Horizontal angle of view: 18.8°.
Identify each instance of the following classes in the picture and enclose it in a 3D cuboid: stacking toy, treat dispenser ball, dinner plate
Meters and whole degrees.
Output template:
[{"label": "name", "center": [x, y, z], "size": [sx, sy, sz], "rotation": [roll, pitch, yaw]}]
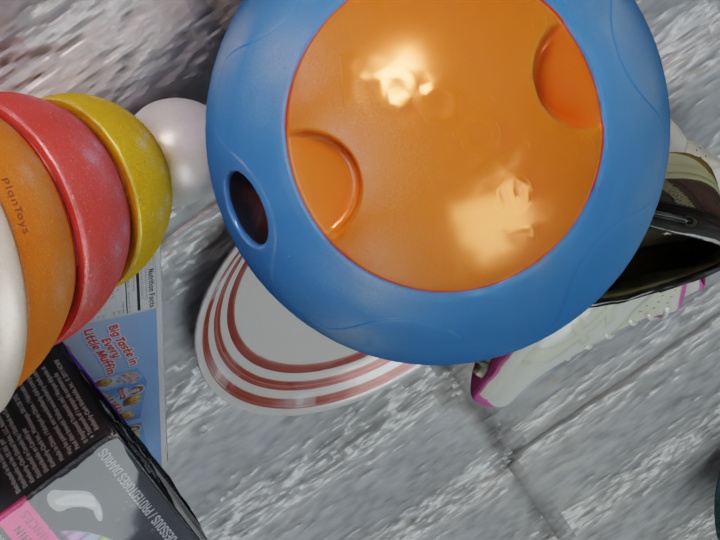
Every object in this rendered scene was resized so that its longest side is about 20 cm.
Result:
[{"label": "stacking toy", "center": [-0.129, -0.027, 0.932], "size": [0.199, 0.146, 0.147], "rotation": [-23, 148, -43]}, {"label": "treat dispenser ball", "center": [0.033, -0.061, 0.933], "size": [0.199, 0.201, 0.202], "rotation": [-22, 144, -17]}, {"label": "dinner plate", "center": [0.000, 0.000, 1.139], "size": [0.199, 0.024, 0.201], "rotation": [-23, 145, -17]}]

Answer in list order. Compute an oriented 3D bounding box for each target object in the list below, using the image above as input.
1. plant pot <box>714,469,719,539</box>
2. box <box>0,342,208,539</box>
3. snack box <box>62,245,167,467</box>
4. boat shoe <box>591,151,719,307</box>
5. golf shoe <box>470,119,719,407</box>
[{"label": "plant pot", "center": [0.364, 0.173, 1.520], "size": [0.195, 0.201, 0.201], "rotation": [16, 123, -38]}, {"label": "box", "center": [-0.179, 0.147, 1.011], "size": [0.199, 0.106, 0.123], "rotation": [-37, 125, -4]}, {"label": "snack box", "center": [-0.133, 0.038, 1.066], "size": [0.071, 0.024, 0.201], "rotation": [-12, 141, -13]}, {"label": "boat shoe", "center": [0.093, -0.010, 1.097], "size": [0.198, 0.065, 0.074], "rotation": [-15, 128, -5]}, {"label": "golf shoe", "center": [0.135, 0.011, 1.196], "size": [0.091, 0.076, 0.200], "rotation": [29, 119, -13]}]
